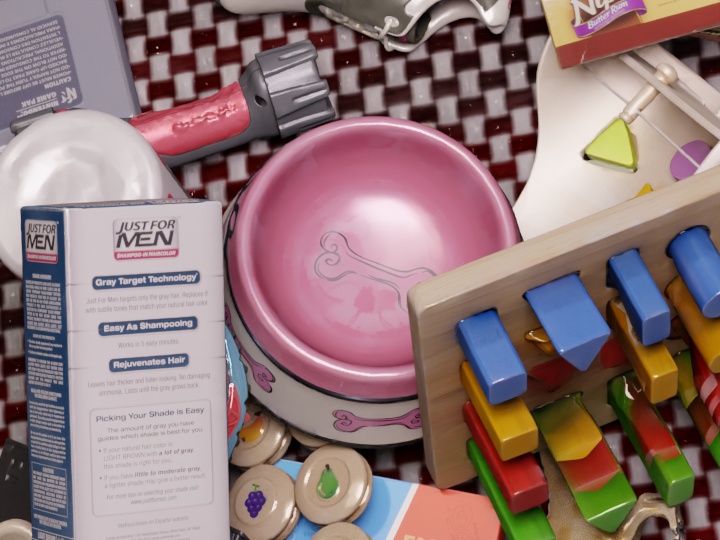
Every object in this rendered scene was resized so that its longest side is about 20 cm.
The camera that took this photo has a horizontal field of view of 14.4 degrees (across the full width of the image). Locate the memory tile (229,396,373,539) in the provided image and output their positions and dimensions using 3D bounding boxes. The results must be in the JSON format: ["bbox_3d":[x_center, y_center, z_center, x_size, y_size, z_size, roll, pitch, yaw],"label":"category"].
[{"bbox_3d":[-0.081,0.147,1.714,0.199,0.017,0.154,-18,61,24],"label":"memory tile"}]

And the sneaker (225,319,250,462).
[{"bbox_3d":[-0.126,0.109,1.647,0.079,0.095,0.201,13,93,34],"label":"sneaker"}]

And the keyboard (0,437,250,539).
[{"bbox_3d":[-0.147,0.143,1.733,0.199,0.021,0.128,18,86,34],"label":"keyboard"}]

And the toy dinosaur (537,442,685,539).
[{"bbox_3d":[0.140,0.159,1.678,0.100,0.058,0.201,-13,70,9],"label":"toy dinosaur"}]

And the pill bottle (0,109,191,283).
[{"bbox_3d":[-0.147,-0.012,1.720,0.110,0.200,0.111,-4,70,11],"label":"pill bottle"}]

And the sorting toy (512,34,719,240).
[{"bbox_3d":[0.158,-0.039,1.714,0.180,0.107,0.200,-52,36,8],"label":"sorting toy"}]

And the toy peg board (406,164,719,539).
[{"bbox_3d":[0.141,0.065,1.606,0.199,0.200,0.098,-22,58,-9],"label":"toy peg board"}]

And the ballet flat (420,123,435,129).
[{"bbox_3d":[0.000,0.000,1.757,0.065,0.071,0.200,35,85,11],"label":"ballet flat"}]

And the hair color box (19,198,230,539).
[{"bbox_3d":[-0.130,0.062,1.578,0.099,0.060,0.202,-3,95,-32],"label":"hair color box"}]

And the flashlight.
[{"bbox_3d":[-0.118,-0.094,1.791,0.199,0.068,0.068,-19,100,-2],"label":"flashlight"}]

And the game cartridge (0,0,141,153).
[{"bbox_3d":[-0.244,-0.105,1.861,0.199,0.041,0.134,-17,66,6],"label":"game cartridge"}]

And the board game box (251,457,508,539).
[{"bbox_3d":[-0.002,0.224,1.695,0.152,0.040,0.201,9,74,15],"label":"board game box"}]

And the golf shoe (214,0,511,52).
[{"bbox_3d":[0.000,-0.182,1.814,0.199,0.077,0.089,-10,77,9],"label":"golf shoe"}]

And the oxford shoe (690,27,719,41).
[{"bbox_3d":[0.270,-0.189,1.755,0.199,0.074,0.071,-7,70,10],"label":"oxford shoe"}]

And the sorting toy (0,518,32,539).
[{"bbox_3d":[-0.188,0.270,1.658,0.036,0.185,0.201,-17,65,-37],"label":"sorting toy"}]

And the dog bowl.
[{"bbox_3d":[0.008,-0.002,1.680,0.199,0.074,0.201,2,68,-4],"label":"dog bowl"}]

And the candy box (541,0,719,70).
[{"bbox_3d":[0.161,-0.209,1.744,0.116,0.057,0.201,-15,36,7],"label":"candy box"}]
